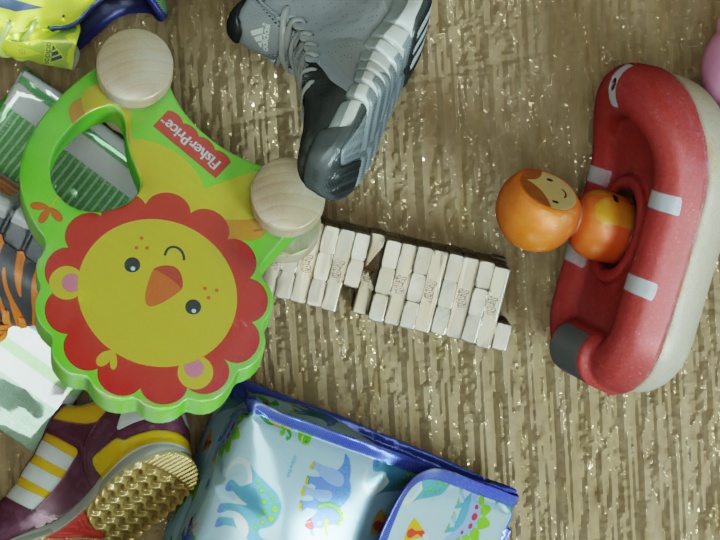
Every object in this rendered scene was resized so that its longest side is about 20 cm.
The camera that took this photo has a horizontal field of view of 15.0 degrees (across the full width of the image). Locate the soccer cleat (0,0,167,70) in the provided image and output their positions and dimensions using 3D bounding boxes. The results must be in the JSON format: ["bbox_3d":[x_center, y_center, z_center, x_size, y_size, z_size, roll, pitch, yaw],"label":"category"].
[{"bbox_3d":[-0.214,-0.157,1.697,0.199,0.065,0.084,-20,87,-8],"label":"soccer cleat"}]

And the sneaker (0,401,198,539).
[{"bbox_3d":[-0.185,0.139,1.743,0.200,0.090,0.075,-33,138,22],"label":"sneaker"}]

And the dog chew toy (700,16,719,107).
[{"bbox_3d":[0.275,-0.072,1.695,0.124,0.125,0.201,-26,87,3],"label":"dog chew toy"}]

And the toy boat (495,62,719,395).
[{"bbox_3d":[0.144,-0.031,1.680,0.130,0.130,0.201,13,95,-21],"label":"toy boat"}]

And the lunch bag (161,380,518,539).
[{"bbox_3d":[-0.018,0.182,1.721,0.199,0.127,0.171,22,93,-15],"label":"lunch bag"}]

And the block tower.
[{"bbox_3d":[0.000,0.000,1.730,0.199,0.054,0.058,14,97,-2],"label":"block tower"}]

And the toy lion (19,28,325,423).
[{"bbox_3d":[-0.128,-0.016,1.648,0.200,0.069,0.192,41,71,8],"label":"toy lion"}]

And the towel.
[{"bbox_3d":[-0.212,-0.007,1.745,0.152,0.023,0.200,35,95,-4],"label":"towel"}]

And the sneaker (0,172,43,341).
[{"bbox_3d":[-0.200,0.026,1.710,0.199,0.078,0.112,34,101,6],"label":"sneaker"}]

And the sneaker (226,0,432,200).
[{"bbox_3d":[-0.035,-0.119,1.665,0.115,0.200,0.075,18,127,7],"label":"sneaker"}]
